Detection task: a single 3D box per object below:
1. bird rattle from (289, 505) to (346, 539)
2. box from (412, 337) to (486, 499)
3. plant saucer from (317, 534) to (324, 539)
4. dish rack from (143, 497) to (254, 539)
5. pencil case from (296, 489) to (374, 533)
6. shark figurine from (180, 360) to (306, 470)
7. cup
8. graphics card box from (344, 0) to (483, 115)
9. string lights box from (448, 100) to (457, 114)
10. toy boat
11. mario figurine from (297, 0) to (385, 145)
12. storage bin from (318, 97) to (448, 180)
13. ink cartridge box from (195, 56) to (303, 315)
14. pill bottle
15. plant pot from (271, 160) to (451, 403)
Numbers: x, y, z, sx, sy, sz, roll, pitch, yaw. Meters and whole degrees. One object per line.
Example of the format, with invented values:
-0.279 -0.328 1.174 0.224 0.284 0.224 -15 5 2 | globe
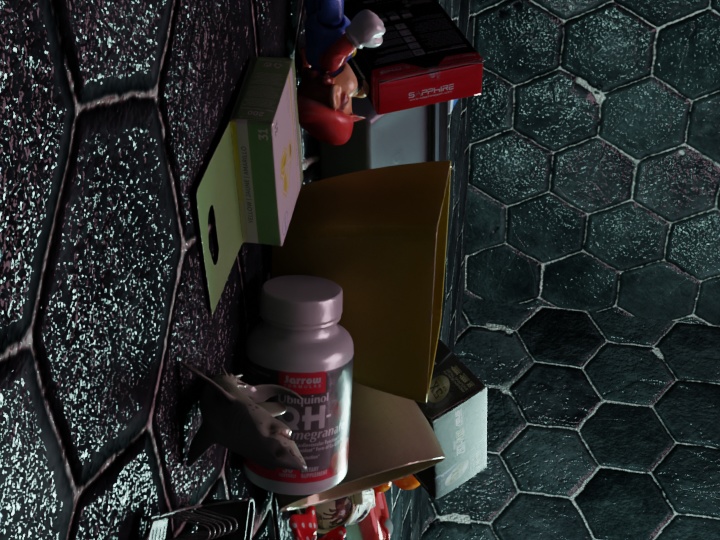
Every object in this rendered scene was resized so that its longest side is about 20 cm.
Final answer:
-0.078 0.374 1.462 0.163 0.111 0.203 172 -78 -78 | bird rattle
0.066 0.154 1.559 0.200 0.086 0.165 46 -26 37 | box
-0.058 0.453 1.737 0.200 0.035 0.203 5 90 -81 | plant saucer
-0.142 0.267 1.031 0.200 0.054 0.156 40 56 -79 | dish rack
-0.029 0.305 1.661 0.200 0.088 0.079 46 50 -79 | pencil case
-0.120 0.133 1.096 0.090 0.127 0.214 -59 -171 1 | shark figurine
-0.017 0.176 1.426 0.200 0.198 0.145 55 18 -76 | cup
0.046 -0.255 1.408 0.201 0.124 0.051 -117 -161 -46 | graphics card box
0.117 -0.317 2.118 0.200 0.101 0.060 -59 153 -69 | string lights box
0.030 0.297 1.813 0.130 0.129 0.203 -26 104 -82 | toy boat
-0.020 -0.233 1.317 0.124 0.105 0.203 -64 157 -69 | mario figurine
0.012 -0.162 1.529 0.134 0.145 0.202 -38 141 -38 | storage bin
-0.096 -0.077 1.126 0.201 0.047 0.147 -78 170 -46 | ink cartridge box
-0.062 0.112 1.252 0.111 0.109 0.203 -59 153 -69 | pill bottle
0.000 0.000 1.347 0.200 0.174 0.202 -72 166 -64 | plant pot
